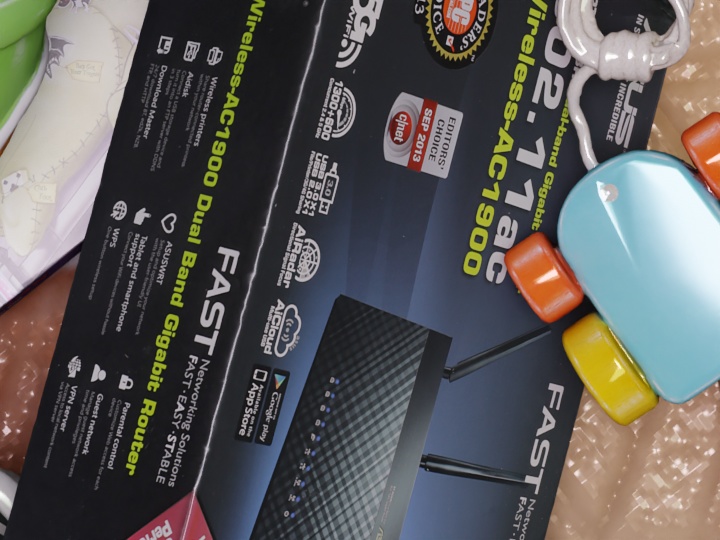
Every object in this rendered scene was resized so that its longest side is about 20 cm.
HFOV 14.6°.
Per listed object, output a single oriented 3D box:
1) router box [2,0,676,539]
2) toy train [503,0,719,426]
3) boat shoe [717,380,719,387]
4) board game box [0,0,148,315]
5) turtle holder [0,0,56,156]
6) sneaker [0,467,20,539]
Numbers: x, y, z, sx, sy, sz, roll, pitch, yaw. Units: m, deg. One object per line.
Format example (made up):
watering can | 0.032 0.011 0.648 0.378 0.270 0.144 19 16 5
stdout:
router box | 0.000 0.000 0.745 0.062 0.150 0.200 15 89 39
toy train | 0.141 -0.011 0.732 0.200 0.056 0.151 16 95 10
boat shoe | 0.136 0.101 0.799 0.076 0.072 0.200 -28 91 12
board game box | -0.103 -0.063 0.796 0.200 0.032 0.120 -40 89 -3
turtle holder | -0.170 -0.057 0.702 0.185 0.141 0.132 -11 132 -39
sneaker | -0.084 0.100 0.766 0.200 0.071 0.073 29 93 -15
